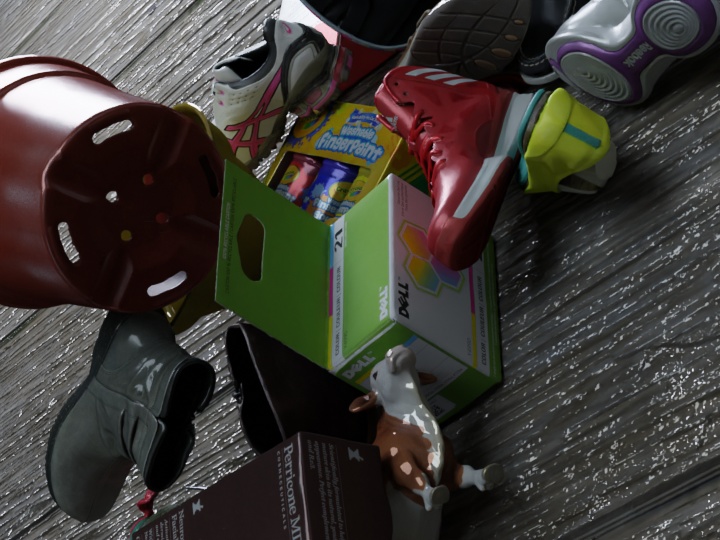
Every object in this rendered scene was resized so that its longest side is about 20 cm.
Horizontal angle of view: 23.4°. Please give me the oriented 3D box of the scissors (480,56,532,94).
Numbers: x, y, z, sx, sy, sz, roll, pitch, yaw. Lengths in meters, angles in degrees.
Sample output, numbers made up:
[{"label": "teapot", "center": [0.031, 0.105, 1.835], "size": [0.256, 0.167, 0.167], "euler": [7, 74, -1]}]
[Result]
[{"label": "scissors", "center": [0.087, -0.152, 1.432], "size": [0.200, 0.014, 0.073], "euler": [14, 77, 62]}]

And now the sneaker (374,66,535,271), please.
[{"label": "sneaker", "center": [0.051, -0.078, 1.253], "size": [0.200, 0.115, 0.079], "euler": [-59, -14, -55]}]

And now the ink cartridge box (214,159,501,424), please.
[{"label": "ink cartridge box", "center": [0.000, 0.000, 1.220], "size": [0.076, 0.200, 0.148], "euler": [-38, 34, 33]}]

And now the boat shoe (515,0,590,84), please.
[{"label": "boat shoe", "center": [0.155, -0.240, 1.343], "size": [0.074, 0.060, 0.201], "euler": [6, 66, 41]}]

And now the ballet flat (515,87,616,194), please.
[{"label": "ballet flat", "center": [0.143, -0.080, 1.193], "size": [0.200, 0.067, 0.067], "euler": [34, -101, -84]}]

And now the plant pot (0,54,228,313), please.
[{"label": "plant pot", "center": [-0.203, -0.055, 1.290], "size": [0.195, 0.200, 0.202], "euler": [15, 75, 56]}]

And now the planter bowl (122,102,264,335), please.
[{"label": "planter bowl", "center": [-0.128, -0.030, 1.423], "size": [0.200, 0.083, 0.202], "euler": [-30, 54, 53]}]

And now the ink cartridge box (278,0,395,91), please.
[{"label": "ink cartridge box", "center": [-0.021, -0.235, 1.626], "size": [0.116, 0.067, 0.201], "euler": [-32, 38, 42]}]

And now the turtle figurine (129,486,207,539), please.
[{"label": "turtle figurine", "center": [-0.118, 0.222, 1.311], "size": [0.200, 0.100, 0.150], "euler": [13, 79, 53]}]

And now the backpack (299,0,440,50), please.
[{"label": "backpack", "center": [0.026, -0.292, 1.494], "size": [0.201, 0.177, 0.151], "euler": [-56, 8, 2]}]

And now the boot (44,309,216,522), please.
[{"label": "boot", "center": [-0.176, 0.130, 1.313], "size": [0.131, 0.067, 0.201], "euler": [48, 123, 52]}]

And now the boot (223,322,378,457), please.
[{"label": "boot", "center": [-0.045, 0.045, 1.232], "size": [0.072, 0.166, 0.201], "euler": [-22, 73, 20]}]

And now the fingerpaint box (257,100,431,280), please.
[{"label": "fingerpaint box", "center": [-0.016, -0.050, 1.430], "size": [0.167, 0.073, 0.200], "euler": [-61, 28, -5]}]

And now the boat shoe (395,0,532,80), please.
[{"label": "boat shoe", "center": [0.076, -0.185, 1.360], "size": [0.200, 0.075, 0.072], "euler": [-41, 26, 56]}]

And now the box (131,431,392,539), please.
[{"label": "box", "center": [-0.067, 0.191, 1.139], "size": [0.200, 0.075, 0.101], "euler": [-34, 53, 40]}]

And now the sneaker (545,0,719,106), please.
[{"label": "sneaker", "center": [0.204, -0.177, 1.203], "size": [0.100, 0.075, 0.200], "euler": [-55, 14, -25]}]

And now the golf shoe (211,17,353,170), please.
[{"label": "golf shoe", "center": [-0.095, -0.150, 1.490], "size": [0.200, 0.092, 0.073], "euler": [-39, 31, 41]}]

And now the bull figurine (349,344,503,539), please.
[{"label": "bull figurine", "center": [0.030, 0.153, 1.138], "size": [0.121, 0.065, 0.201], "euler": [24, 104, 62]}]
